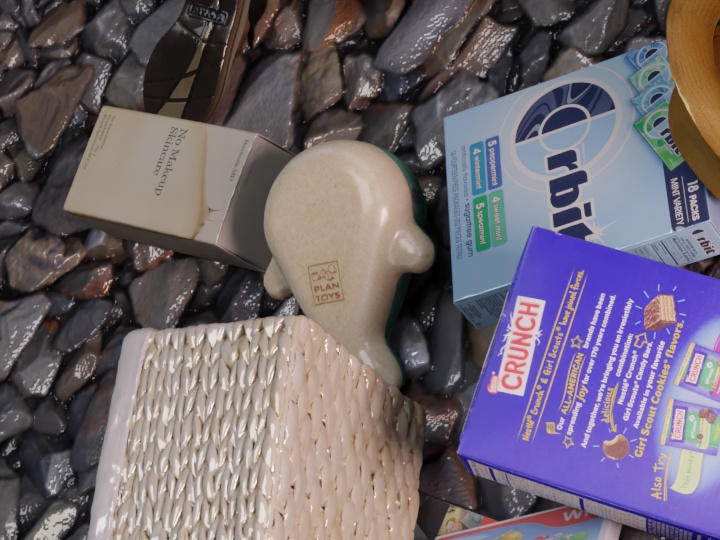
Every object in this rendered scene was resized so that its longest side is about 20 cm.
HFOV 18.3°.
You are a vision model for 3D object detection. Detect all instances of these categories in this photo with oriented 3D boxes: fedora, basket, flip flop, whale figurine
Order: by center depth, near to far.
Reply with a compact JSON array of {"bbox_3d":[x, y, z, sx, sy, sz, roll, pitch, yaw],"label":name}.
[{"bbox_3d":[0.270,-0.109,1.537,0.082,0.199,0.202,-50,38,44],"label":"fedora"},{"bbox_3d":[-0.068,0.156,1.586,0.160,0.198,0.202,-11,59,31],"label":"basket"},{"bbox_3d":[0.000,0.000,1.741,0.158,0.103,0.202,-13,83,32],"label":"whale figurine"},{"bbox_3d":[-0.131,-0.212,1.969,0.081,0.057,0.202,22,98,26],"label":"flip flop"}]

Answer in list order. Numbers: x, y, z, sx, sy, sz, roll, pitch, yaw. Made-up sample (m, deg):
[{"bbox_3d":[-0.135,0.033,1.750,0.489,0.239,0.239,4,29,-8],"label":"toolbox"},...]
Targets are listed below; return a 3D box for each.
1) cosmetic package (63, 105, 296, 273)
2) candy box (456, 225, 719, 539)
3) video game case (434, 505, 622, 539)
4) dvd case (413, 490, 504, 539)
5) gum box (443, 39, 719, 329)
[{"bbox_3d":[-0.150,-0.071,1.897,0.199,0.073,0.104,11,78,43],"label":"cosmetic package"},{"bbox_3d":[0.183,0.081,1.489,0.198,0.077,0.170,17,75,12],"label":"candy box"},{"bbox_3d":[0.093,0.219,1.471,0.142,0.018,0.200,-17,19,22],"label":"video game case"},{"bbox_3d":[0.042,0.236,1.609,0.199,0.022,0.147,14,76,42],"label":"dvd case"},{"bbox_3d":[0.159,-0.065,1.619,0.198,0.045,0.171,-17,53,22],"label":"gum box"}]
